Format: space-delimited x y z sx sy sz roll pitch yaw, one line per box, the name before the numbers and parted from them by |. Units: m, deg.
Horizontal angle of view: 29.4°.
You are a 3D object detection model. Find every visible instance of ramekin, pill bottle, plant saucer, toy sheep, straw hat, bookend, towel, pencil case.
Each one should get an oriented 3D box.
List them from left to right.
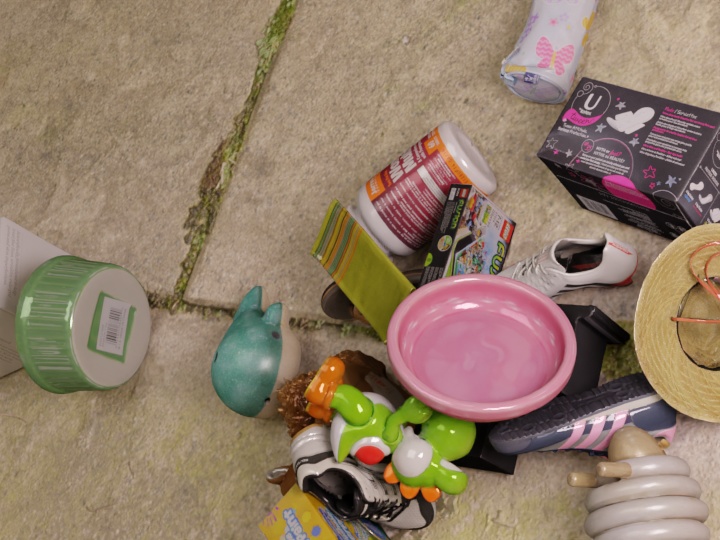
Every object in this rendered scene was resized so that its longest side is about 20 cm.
ramekin | -0.391 0.079 1.971 0.097 0.200 0.202 1 67 31
towel | 0.000 0.000 1.674 0.200 0.018 0.087 50 130 43
pill bottle | 0.066 -0.088 1.743 0.199 0.109 0.110 -37 48 17
plant saucer | 0.126 0.088 1.451 0.198 0.051 0.201 0 42 0
bookend | 0.176 0.141 1.538 0.199 0.092 0.200 1 69 38
pencil case | 0.246 -0.311 1.735 0.090 0.083 0.201 16 76 21
toy sheep | 0.282 0.253 1.363 0.137 0.137 0.202 -16 69 32
straw hat | 0.363 0.055 1.431 0.202 0.200 0.085 -61 5 -6

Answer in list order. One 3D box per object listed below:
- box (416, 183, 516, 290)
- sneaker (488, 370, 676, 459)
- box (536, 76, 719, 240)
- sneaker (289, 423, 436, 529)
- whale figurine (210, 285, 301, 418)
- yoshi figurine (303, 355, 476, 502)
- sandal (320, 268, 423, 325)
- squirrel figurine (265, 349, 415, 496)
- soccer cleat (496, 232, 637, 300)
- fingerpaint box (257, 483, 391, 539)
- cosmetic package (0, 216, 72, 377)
box | 0.119 0.010 1.644 0.035 0.110 0.202 6 71 40
sneaker | 0.237 0.173 1.438 0.198 0.083 0.070 -16 21 6
box | 0.324 -0.119 1.532 0.199 0.132 0.115 26 80 44
sneaker | 0.002 0.255 1.542 0.076 0.199 0.088 -50 24 23
whale figurine | -0.149 0.101 1.811 0.160 0.103 0.201 -60 29 30
yoshi figurine | 0.043 0.161 1.491 0.199 0.112 0.113 32 120 10
sandal | 0.033 0.043 1.723 0.198 0.082 0.055 -5 57 29
squirrel figurine | -0.030 0.201 1.670 0.187 0.141 0.200 -55 30 15
soccer cleat | 0.222 -0.001 1.583 0.199 0.085 0.069 -13 59 34
fingerpaint box | 0.001 0.345 1.517 0.073 0.167 0.200 -48 45 7
cosmetic package | -0.573 0.050 2.152 0.199 0.165 0.166 -24 54 27
